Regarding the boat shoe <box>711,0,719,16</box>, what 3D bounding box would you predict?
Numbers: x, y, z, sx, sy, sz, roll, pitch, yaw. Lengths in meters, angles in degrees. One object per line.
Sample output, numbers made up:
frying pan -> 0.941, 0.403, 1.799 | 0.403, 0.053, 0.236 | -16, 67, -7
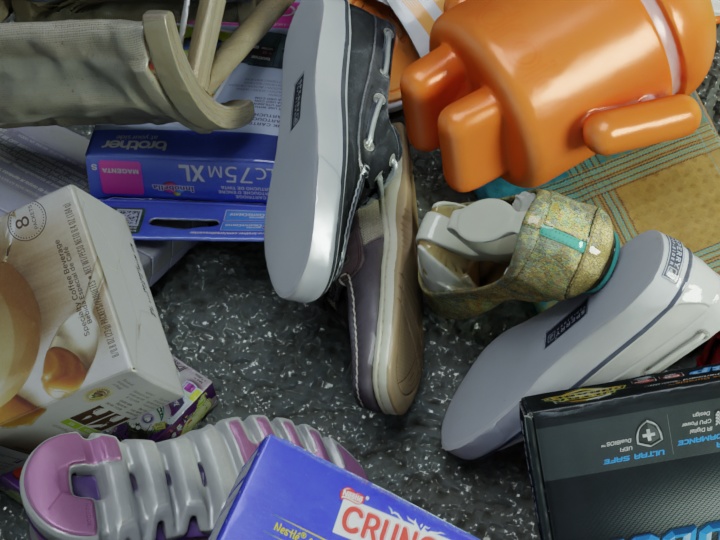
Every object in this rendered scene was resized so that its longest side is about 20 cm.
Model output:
boat shoe -> 0.176, -0.205, 1.748 | 0.200, 0.069, 0.071 | 13, 51, -10

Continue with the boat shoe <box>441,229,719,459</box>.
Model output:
boat shoe -> 0.122, 0.051, 1.566 | 0.066, 0.200, 0.072 | 32, 38, -20

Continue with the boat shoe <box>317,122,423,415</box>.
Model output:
boat shoe -> 0.000, 0.000, 1.659 | 0.065, 0.072, 0.200 | -6, 52, 8

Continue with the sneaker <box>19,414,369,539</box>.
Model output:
sneaker -> -0.093, 0.133, 1.577 | 0.200, 0.088, 0.081 | 0, 53, -20

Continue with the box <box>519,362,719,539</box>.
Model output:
box -> 0.191, 0.129, 1.508 | 0.200, 0.046, 0.159 | -9, 99, 0

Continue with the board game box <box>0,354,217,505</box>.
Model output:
board game box -> -0.195, 0.059, 1.665 | 0.200, 0.032, 0.120 | 32, 69, 24

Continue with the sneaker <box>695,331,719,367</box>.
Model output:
sneaker -> 0.180, 0.072, 1.560 | 0.078, 0.116, 0.200 | 27, 62, 23

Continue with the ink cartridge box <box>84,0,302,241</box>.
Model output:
ink cartridge box -> -0.090, -0.093, 1.718 | 0.119, 0.042, 0.200 | 3, 43, 9

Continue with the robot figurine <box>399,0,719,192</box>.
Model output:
robot figurine -> 0.121, -0.122, 1.671 | 0.200, 0.117, 0.144 | -31, 17, -15

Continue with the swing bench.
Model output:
swing bench -> -0.156, -0.152, 1.673 | 0.199, 0.130, 0.200 | 1, 46, 22

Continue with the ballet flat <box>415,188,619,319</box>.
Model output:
ballet flat -> 0.068, -0.014, 1.589 | 0.071, 0.200, 0.071 | 1, 87, -25

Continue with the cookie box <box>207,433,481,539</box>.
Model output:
cookie box -> -0.019, 0.211, 1.462 | 0.171, 0.075, 0.200 | 28, 70, -6

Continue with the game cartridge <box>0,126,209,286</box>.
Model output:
game cartridge -> -0.203, -0.039, 1.703 | 0.200, 0.038, 0.130 | 27, 40, 19

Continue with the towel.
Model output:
towel -> 0.151, -0.034, 1.686 | 0.147, 0.022, 0.200 | -19, 54, -7

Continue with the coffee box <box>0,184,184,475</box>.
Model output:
coffee box -> -0.213, 0.050, 1.591 | 0.200, 0.080, 0.114 | -24, 71, 12

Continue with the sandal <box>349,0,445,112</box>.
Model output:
sandal -> 0.060, -0.182, 1.763 | 0.079, 0.059, 0.207 | 46, 69, 1

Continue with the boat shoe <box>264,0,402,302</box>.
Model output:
boat shoe -> -0.009, -0.065, 1.632 | 0.068, 0.072, 0.200 | 18, 51, -20
